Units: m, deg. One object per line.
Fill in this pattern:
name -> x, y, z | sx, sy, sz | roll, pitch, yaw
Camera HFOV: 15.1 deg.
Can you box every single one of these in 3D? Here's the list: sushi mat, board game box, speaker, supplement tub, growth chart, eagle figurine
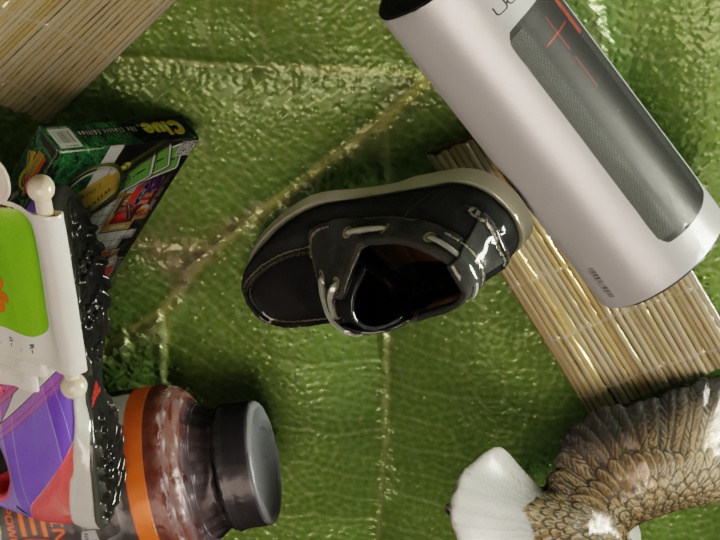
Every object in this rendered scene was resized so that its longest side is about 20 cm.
sushi mat -> -0.130, -0.147, 1.362 | 0.200, 0.012, 0.096 | -40, 145, 27
sushi mat -> 0.124, -0.006, 1.475 | 0.096, 0.012, 0.200 | -24, 120, 18
board game box -> -0.171, -0.001, 1.455 | 0.105, 0.023, 0.200 | -7, 140, -47
speaker -> 0.096, -0.079, 1.374 | 0.081, 0.081, 0.200 | -30, 111, 23
supplement tub -> -0.148, 0.122, 1.528 | 0.200, 0.107, 0.107 | -11, 123, 11
growth chart -> -0.223, 0.005, 1.368 | 0.200, 0.018, 0.145 | 1, 121, 27
eagle figurine -> 0.151, 0.147, 1.517 | 0.200, 0.151, 0.152 | -6, 115, 21

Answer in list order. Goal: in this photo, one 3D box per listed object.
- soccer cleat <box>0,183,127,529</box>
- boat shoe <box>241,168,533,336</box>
soccer cleat -> -0.167, 0.047, 1.411 | 0.073, 0.068, 0.200 | 3, 122, 10
boat shoe -> 0.000, 0.000, 1.423 | 0.200, 0.068, 0.072 | -15, 127, 47
